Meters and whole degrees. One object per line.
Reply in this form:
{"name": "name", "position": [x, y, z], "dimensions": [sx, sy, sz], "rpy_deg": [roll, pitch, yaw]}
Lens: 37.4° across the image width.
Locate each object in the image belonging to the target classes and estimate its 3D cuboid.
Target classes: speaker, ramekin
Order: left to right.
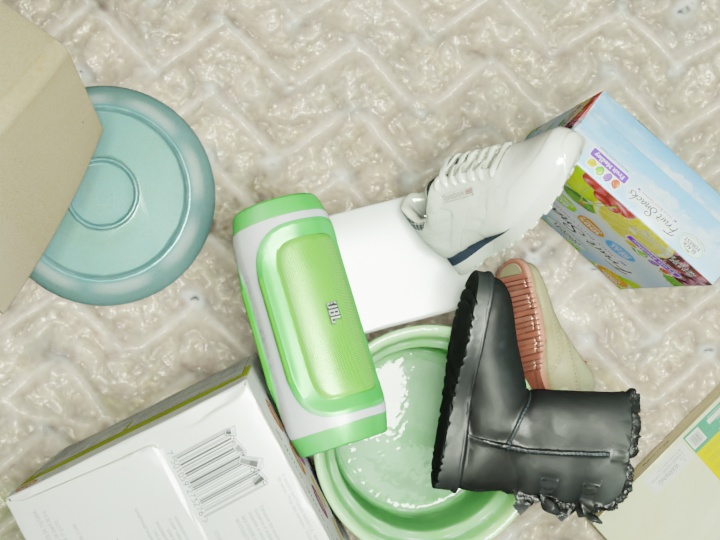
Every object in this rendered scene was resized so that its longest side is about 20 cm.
{"name": "speaker", "position": [-0.042, 0.043, 0.857], "dimensions": [0.088, 0.088, 0.201], "rpy_deg": [-16, 82, -6]}
{"name": "ramekin", "position": [0.054, 0.147, 0.950], "dimensions": [0.199, 0.098, 0.201], "rpy_deg": [0, 89, -7]}

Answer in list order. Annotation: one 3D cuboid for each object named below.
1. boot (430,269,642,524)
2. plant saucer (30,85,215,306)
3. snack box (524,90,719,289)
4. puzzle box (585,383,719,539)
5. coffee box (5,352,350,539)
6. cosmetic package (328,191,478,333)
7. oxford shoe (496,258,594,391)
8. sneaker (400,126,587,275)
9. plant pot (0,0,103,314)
{"name": "boot", "position": [0.150, 0.107, 0.876], "dimensions": [0.162, 0.073, 0.199], "rpy_deg": [8, 95, -4]}
{"name": "plant saucer", "position": [-0.231, -0.068, 0.957], "dimensions": [0.199, 0.027, 0.201], "rpy_deg": [0, 88, -6]}
{"name": "snack box", "position": [0.219, -0.060, 0.920], "dimensions": [0.169, 0.200, 0.068], "rpy_deg": [41, 85, -3]}
{"name": "puzzle box", "position": [0.330, 0.217, 1.016], "dimensions": [0.200, 0.025, 0.133], "rpy_deg": [-42, 93, -5]}
{"name": "coffee box", "position": [-0.133, 0.207, 0.876], "dimensions": [0.199, 0.198, 0.200], "rpy_deg": [-27, 93, -3]}
{"name": "cosmetic package", "position": [0.000, 0.000, 0.956], "dimensions": [0.199, 0.081, 0.113], "rpy_deg": [-13, 91, -8]}
{"name": "oxford shoe", "position": [0.173, 0.085, 0.990], "dimensions": [0.074, 0.071, 0.201], "rpy_deg": [-10, 90, -32]}
{"name": "sneaker", "position": [0.099, -0.062, 0.834], "dimensions": [0.080, 0.200, 0.076], "rpy_deg": [43, 57, -4]}
{"name": "plant pot", "position": [-0.327, -0.118, 0.855], "dimensions": [0.200, 0.200, 0.177], "rpy_deg": [34, 72, 13]}
